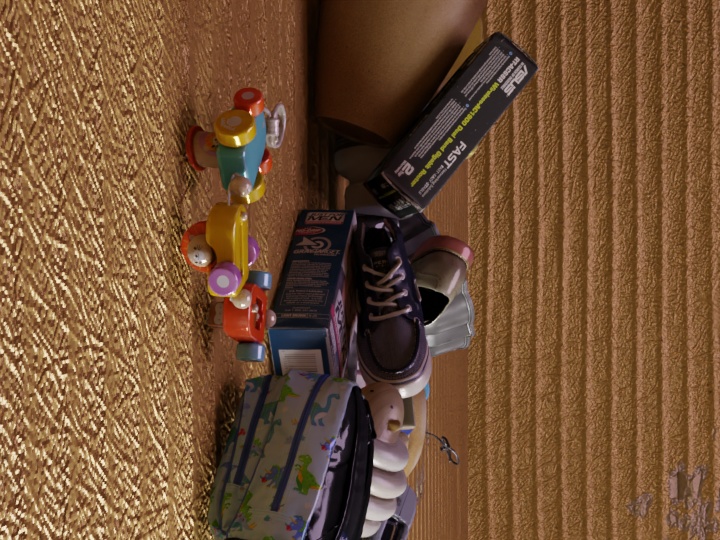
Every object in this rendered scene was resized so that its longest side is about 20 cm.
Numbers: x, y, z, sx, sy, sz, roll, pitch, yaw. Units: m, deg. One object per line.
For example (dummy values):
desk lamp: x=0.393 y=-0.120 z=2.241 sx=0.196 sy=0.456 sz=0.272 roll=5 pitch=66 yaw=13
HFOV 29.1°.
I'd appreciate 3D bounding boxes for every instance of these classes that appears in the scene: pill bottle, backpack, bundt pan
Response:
pill bottle: x=0.025 y=-0.164 z=1.619 sx=0.111 sy=0.109 sz=0.203 roll=50 pitch=41 yaw=-76
backpack: x=-0.051 y=0.177 z=1.119 sx=0.201 sy=0.152 sz=0.164 roll=-62 pitch=154 yaw=-23
bundt pan: x=0.053 y=0.020 z=1.691 sx=0.202 sy=0.075 sz=0.203 roll=50 pitch=-26 yaw=34

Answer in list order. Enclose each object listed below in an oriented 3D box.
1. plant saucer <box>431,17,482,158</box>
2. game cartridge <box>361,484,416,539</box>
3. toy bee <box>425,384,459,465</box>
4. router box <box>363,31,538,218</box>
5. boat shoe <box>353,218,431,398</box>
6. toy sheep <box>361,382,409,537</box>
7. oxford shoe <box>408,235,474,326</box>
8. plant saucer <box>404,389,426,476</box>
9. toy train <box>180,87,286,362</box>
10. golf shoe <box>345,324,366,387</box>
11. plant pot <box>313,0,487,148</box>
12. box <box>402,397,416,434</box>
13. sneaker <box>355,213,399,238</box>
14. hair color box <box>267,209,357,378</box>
plant saucer: x=0.059 y=-0.209 z=1.727 sx=0.048 sy=0.199 sz=0.202 roll=27 pitch=56 yaw=-39
game cartridge: x=-0.019 y=0.303 z=1.310 sx=0.041 sy=0.133 sz=0.201 roll=39 pitch=47 yaw=-17
toy bee: x=0.039 y=0.170 z=1.788 sx=0.131 sy=0.108 sz=0.201 roll=95 pitch=-30 yaw=-64
router box: x=0.093 y=-0.152 z=1.492 sx=0.201 sy=0.062 sz=0.150 roll=-51 pitch=-174 yaw=-6
boat shoe: x=0.023 y=0.031 z=1.353 sx=0.201 sy=0.074 sz=0.094 roll=-102 pitch=-179 yaw=-56
toy sheep: x=-0.022 y=0.191 z=1.274 sx=0.202 sy=0.137 sz=0.138 roll=-61 pitch=173 yaw=7
oxford shoe: x=0.055 y=0.032 z=1.537 sx=0.200 sy=0.070 sz=0.075 roll=-50 pitch=-164 yaw=58
plant saucer: x=0.038 y=0.167 z=1.662 sx=0.200 sy=0.035 sz=0.203 roll=-179 pitch=-90 yaw=-71
toy train: x=-0.098 y=-0.035 z=1.048 sx=0.150 sy=0.055 sz=0.203 roll=35 pitch=59 yaw=-80
golf shoe: x=-0.027 y=0.110 z=1.455 sx=0.201 sy=0.076 sz=0.089 roll=-92 pitch=169 yaw=-53
plant pot: x=0.025 y=-0.242 z=1.494 sx=0.186 sy=0.184 sz=0.202 roll=48 pitch=61 yaw=-76
box: x=0.025 y=0.140 z=1.574 sx=0.200 sy=0.032 sz=0.123 roll=120 pitch=-33 yaw=-68
sneaker: x=0.000 y=0.000 z=1.536 sx=0.200 sy=0.074 sz=0.117 roll=108 pitch=-12 yaw=-87
hair color box: x=-0.041 y=0.034 z=1.373 sx=0.201 sy=0.060 sz=0.101 roll=-79 pitch=166 yaw=-53
